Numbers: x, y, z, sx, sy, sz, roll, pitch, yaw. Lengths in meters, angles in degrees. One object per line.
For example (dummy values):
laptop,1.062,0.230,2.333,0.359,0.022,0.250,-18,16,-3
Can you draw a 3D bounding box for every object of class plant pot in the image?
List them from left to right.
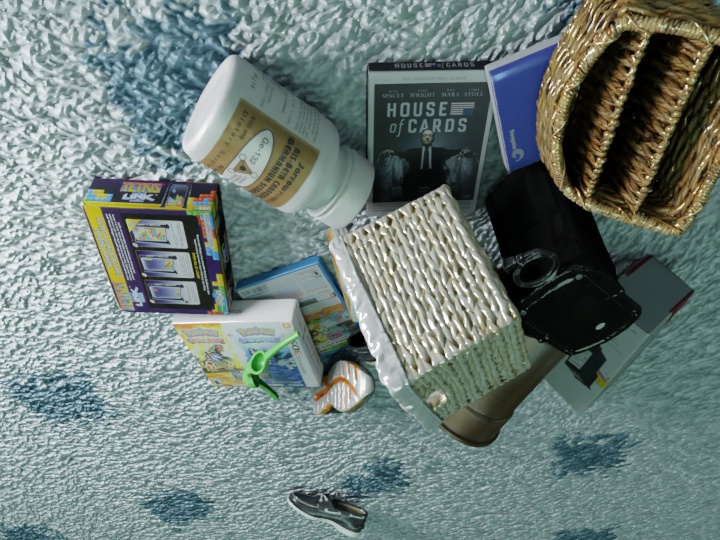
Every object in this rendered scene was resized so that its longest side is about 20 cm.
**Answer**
plant pot,0.192,0.114,0.890,0.196,0.203,0.199,24,124,-25

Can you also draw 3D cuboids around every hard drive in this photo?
hard drive,0.242,-0.198,0.661,0.195,0.026,0.133,-20,134,8

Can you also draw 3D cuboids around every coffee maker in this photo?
coffee maker,0.225,-0.037,0.717,0.131,0.204,0.193,-19,135,16

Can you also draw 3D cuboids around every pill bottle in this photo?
pill bottle,-0.085,-0.131,0.674,0.197,0.117,0.114,29,129,-28

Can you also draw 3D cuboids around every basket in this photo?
basket,0.087,0.049,0.718,0.158,0.204,0.199,-27,150,6
basket,0.260,-0.151,0.587,0.138,0.152,0.204,-3,135,-9

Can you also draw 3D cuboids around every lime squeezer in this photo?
lime squeezer,-0.144,0.154,0.933,0.069,0.038,0.202,14,138,-8

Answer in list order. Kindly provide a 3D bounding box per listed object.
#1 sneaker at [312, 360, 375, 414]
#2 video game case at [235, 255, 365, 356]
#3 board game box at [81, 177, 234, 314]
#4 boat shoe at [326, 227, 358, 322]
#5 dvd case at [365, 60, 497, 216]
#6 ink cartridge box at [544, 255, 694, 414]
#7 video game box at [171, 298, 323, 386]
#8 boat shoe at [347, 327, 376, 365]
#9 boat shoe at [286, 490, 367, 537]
sneaker,-0.017,0.199,1.021,0.075,0.081,0.199,8,162,-22
video game case,-0.085,0.067,0.949,0.139,0.018,0.202,-17,134,15
board game box,-0.262,-0.026,0.821,0.160,0.058,0.203,3,136,-2
boat shoe,0.000,0.000,0.848,0.067,0.072,0.202,-16,149,0
dvd case,0.079,-0.149,0.726,0.145,0.025,0.203,-2,136,-1
ink cartridge box,0.374,0.097,0.898,0.144,0.083,0.203,-27,149,-34
video game box,-0.171,0.120,0.963,0.193,0.048,0.185,-3,136,12
boat shoe,0.048,0.084,0.903,0.065,0.076,0.198,27,147,-25
boat shoe,-0.076,0.552,1.422,0.196,0.076,0.062,27,93,-14
